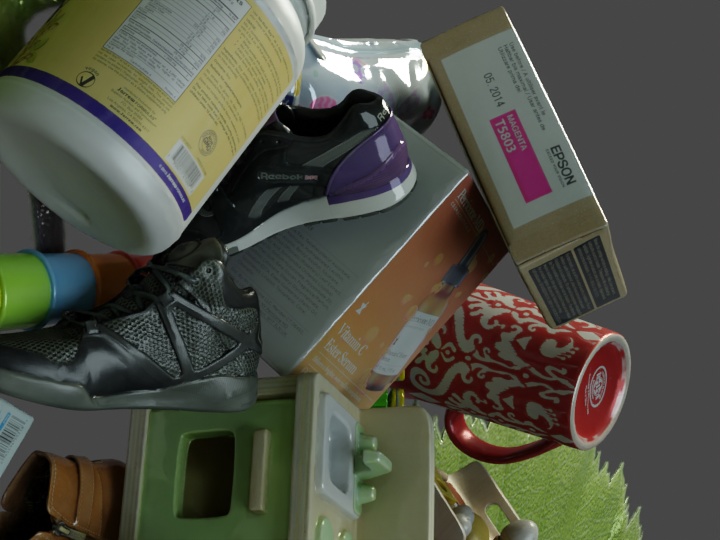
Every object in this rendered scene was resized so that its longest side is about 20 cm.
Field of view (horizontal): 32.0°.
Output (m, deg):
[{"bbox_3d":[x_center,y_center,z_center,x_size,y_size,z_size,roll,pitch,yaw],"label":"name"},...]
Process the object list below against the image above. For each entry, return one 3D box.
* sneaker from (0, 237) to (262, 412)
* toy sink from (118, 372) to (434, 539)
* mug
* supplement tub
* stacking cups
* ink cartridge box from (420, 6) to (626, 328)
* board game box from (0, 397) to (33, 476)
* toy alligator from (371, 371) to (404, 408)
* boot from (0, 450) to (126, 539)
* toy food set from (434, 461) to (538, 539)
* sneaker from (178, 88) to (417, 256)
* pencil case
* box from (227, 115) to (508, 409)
[{"bbox_3d":[-0.148,0.029,0.789,0.198,0.076,0.115,3,101,-33],"label":"sneaker"},{"bbox_3d":[-0.057,0.150,0.884,0.112,0.198,0.131,51,37,-61],"label":"toy sink"},{"bbox_3d":[0.146,0.096,1.178,0.134,0.199,0.178,-56,139,-22],"label":"mug"},{"bbox_3d":[-0.125,-0.127,0.790,0.201,0.145,0.146,-56,140,-22],"label":"supplement tub"},{"bbox_3d":[-0.201,0.016,0.820,0.199,0.060,0.061,0,103,-53],"label":"stacking cups"},{"bbox_3d":[0.129,-0.075,0.970,0.165,0.075,0.201,49,19,-66],"label":"ink cartridge box"},{"bbox_3d":[-0.305,0.103,0.717,0.148,0.064,0.200,-62,143,-16],"label":"board game box"},{"bbox_3d":[0.009,0.072,1.119,0.054,0.059,0.202,-89,178,-67],"label":"toy alligator"},{"bbox_3d":[-0.202,0.229,0.876,0.155,0.076,0.201,39,67,-57],"label":"boot"},{"bbox_3d":[0.094,0.204,1.115,0.060,0.144,0.200,-40,144,9],"label":"toy food set"},{"bbox_3d":[-0.067,-0.075,0.875,0.076,0.198,0.088,-95,166,-52],"label":"sneaker"},{"bbox_3d":[-0.020,-0.143,0.969,0.199,0.083,0.091,-5,120,-52],"label":"pencil case"},{"bbox_3d":[0.000,0.000,0.967,0.200,0.106,0.152,-48,151,-3],"label":"box"}]
